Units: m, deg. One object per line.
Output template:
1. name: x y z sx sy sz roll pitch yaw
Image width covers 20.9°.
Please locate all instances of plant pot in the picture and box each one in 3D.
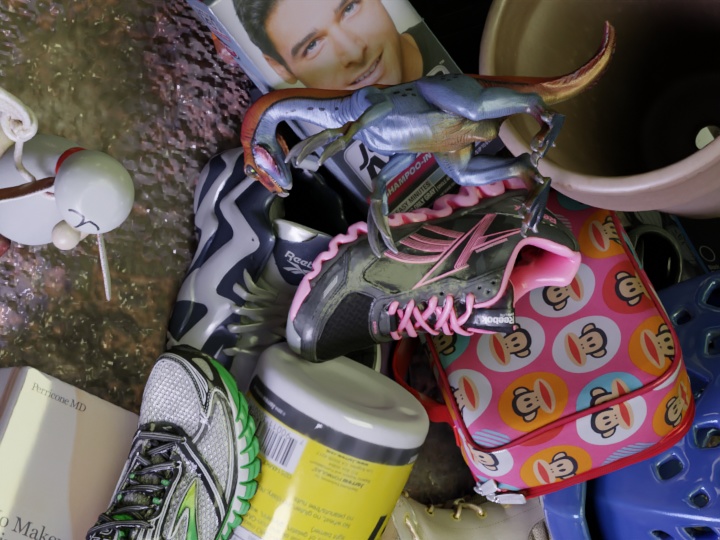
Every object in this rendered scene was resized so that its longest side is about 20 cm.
1. plant pot: 0.222 0.126 1.320 0.200 0.178 0.201 65 28 -53
2. plant pot: 0.195 -0.113 1.237 0.174 0.199 0.202 37 63 -58

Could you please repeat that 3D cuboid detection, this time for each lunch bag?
1. lunch bag: 0.106 0.046 1.248 0.175 0.201 0.082 -21 136 4

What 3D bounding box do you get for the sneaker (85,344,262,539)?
1. sneaker: -0.113 0.143 1.124 0.085 0.078 0.202 10 87 -51

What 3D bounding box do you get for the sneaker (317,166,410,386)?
1. sneaker: 0.000 0.000 1.314 0.087 0.075 0.202 29 60 -58

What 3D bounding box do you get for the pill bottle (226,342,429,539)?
1. pill bottle: -0.045 0.156 1.195 0.114 0.114 0.201 16 105 -30

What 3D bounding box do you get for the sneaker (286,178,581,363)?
1. sneaker: 0.050 0.009 1.188 0.199 0.095 0.079 -28 144 -22

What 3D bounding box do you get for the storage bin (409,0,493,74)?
1. storage bin: 0.097 -0.229 1.342 0.093 0.135 0.202 -3 87 -32

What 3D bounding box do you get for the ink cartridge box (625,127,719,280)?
1. ink cartridge box: 0.220 -0.078 1.429 0.039 0.099 0.201 -41 106 -27

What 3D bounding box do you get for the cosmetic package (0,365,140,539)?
1. cosmetic package: -0.202 0.167 1.155 0.105 0.071 0.201 25 73 -28

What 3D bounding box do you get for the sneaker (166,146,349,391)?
1. sneaker: -0.056 0.015 1.227 0.079 0.129 0.201 16 77 -28

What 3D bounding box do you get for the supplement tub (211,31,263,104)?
1. supplement tub: -0.054 -0.202 1.264 0.106 0.107 0.202 -13 93 -32

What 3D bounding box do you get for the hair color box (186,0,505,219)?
1. hair color box: -0.007 -0.125 1.201 0.099 0.061 0.200 -43 117 -4

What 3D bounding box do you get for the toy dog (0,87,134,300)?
1. toy dog: -0.190 -0.034 1.132 0.131 0.200 0.097 31 86 0

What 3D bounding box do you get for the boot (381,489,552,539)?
1. boot: 0.050 0.163 1.314 0.155 0.073 0.201 -28 102 -31

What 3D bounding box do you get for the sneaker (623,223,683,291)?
1. sneaker: 0.142 0.008 1.371 0.199 0.099 0.071 -18 97 -31

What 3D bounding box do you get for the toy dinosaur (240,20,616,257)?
1. toy dinosaur: 0.027 -0.080 1.153 0.200 0.180 0.106 -51 153 -39
